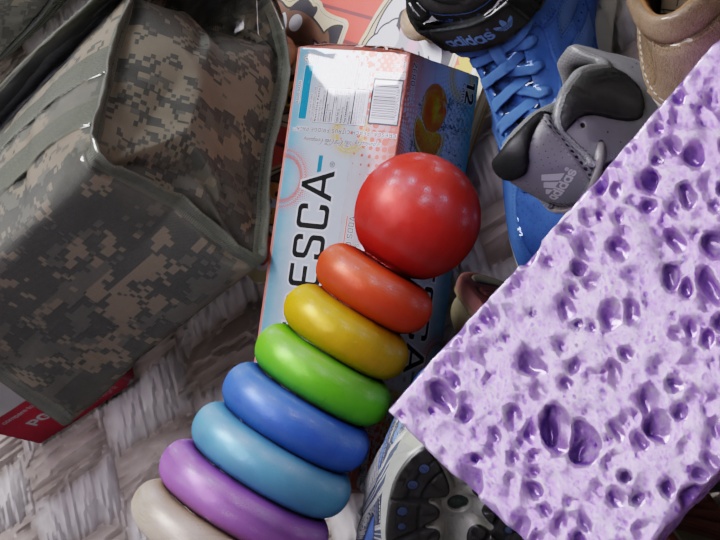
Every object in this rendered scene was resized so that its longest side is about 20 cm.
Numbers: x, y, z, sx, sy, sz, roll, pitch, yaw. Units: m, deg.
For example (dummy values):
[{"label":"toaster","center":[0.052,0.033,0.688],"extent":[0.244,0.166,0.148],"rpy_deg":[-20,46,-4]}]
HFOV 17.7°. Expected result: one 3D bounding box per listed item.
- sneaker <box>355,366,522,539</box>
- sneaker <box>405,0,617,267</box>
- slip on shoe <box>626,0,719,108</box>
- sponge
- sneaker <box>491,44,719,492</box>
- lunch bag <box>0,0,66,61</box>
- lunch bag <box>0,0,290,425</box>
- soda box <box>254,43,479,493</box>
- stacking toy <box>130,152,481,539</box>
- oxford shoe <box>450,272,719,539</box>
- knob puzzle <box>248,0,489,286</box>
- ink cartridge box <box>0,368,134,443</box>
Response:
[{"label":"sneaker","center":[0.030,0.126,0.997],"extent":[0.085,0.077,0.200],"rpy_deg":[-97,19,-55]},{"label":"sneaker","center":[0.067,-0.085,1.015],"extent":[0.077,0.111,0.200],"rpy_deg":[-12,69,40]},{"label":"slip on shoe","center":[0.142,-0.144,0.961],"extent":[0.076,0.061,0.200],"rpy_deg":[-14,44,29]},{"label":"sponge","center":[0.117,0.017,0.872],"extent":[0.112,0.030,0.200],"rpy_deg":[44,99,17]},{"label":"sneaker","center":[0.103,-0.009,0.931],"extent":[0.075,0.115,0.200],"rpy_deg":[-45,35,42]},{"label":"lunch bag","center":[-0.240,-0.223,1.315],"extent":[0.168,0.139,0.200],"rpy_deg":[-55,44,37]},{"label":"lunch bag","center":[-0.123,-0.057,1.131],"extent":[0.164,0.117,0.200],"rpy_deg":[-38,30,35]},{"label":"soda box","center":[0.000,0.000,1.060],"extent":[0.063,0.068,0.201],"rpy_deg":[7,88,32]},{"label":"stacking toy","center":[-0.016,0.039,0.982],"extent":[0.085,0.085,0.200],"rpy_deg":[33,96,42]},{"label":"oxford shoe","center":[0.083,0.082,0.980],"extent":[0.074,0.071,0.200],"rpy_deg":[-53,47,25]},{"label":"knob puzzle","center":[-0.022,-0.088,1.152],"extent":[0.219,0.030,0.220],"rpy_deg":[-14,68,38]},{"label":"ink cartridge box","center":[-0.224,-0.007,1.189],"extent":[0.083,0.200,0.146],"rpy_deg":[-30,59,31]}]
